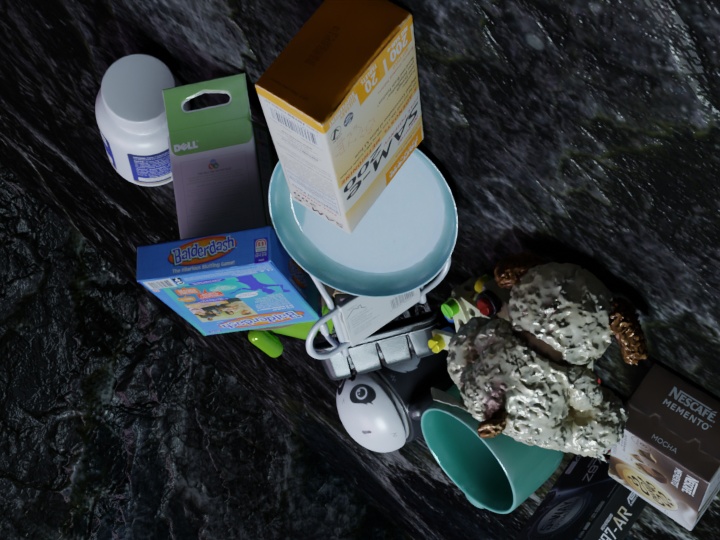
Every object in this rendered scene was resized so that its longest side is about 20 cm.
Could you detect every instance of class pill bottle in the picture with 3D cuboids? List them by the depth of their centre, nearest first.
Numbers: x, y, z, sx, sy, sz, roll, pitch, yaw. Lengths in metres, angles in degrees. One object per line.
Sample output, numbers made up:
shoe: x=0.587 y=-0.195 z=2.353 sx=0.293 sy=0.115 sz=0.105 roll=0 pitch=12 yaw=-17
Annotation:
pill bottle: x=-0.274 y=-0.193 z=1.462 sx=0.120 sy=0.120 sz=0.200 roll=38 pitch=165 yaw=3

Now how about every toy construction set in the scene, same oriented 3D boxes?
toy construction set: x=0.167 y=0.076 z=1.250 sx=0.199 sy=0.092 sz=0.132 roll=25 pitch=136 yaw=21

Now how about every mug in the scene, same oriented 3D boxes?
mug: x=0.157 y=0.190 z=1.342 sx=0.152 sy=0.114 sz=0.185 roll=52 pitch=157 yaw=1

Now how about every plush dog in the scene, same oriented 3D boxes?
plush dog: x=0.173 y=0.073 z=1.092 sx=0.199 sy=0.173 sz=0.160 roll=30 pitch=-166 yaw=22

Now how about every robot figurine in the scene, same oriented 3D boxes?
robot figurine: x=0.062 y=0.148 z=1.492 sx=0.125 sy=0.199 sz=0.150 roll=50 pitch=157 yaw=18
robot figurine: x=-0.117 y=0.034 z=1.686 sx=0.199 sy=0.176 sz=0.116 roll=13 pitch=157 yaw=-6

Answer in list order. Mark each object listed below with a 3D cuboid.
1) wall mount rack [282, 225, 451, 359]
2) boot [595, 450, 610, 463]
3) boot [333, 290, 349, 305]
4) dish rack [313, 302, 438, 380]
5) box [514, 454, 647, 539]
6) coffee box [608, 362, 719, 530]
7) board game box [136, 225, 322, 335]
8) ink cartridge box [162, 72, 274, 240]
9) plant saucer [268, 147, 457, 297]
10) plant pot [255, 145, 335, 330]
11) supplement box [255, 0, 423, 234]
wall mount rack: x=0.000 y=0.000 z=1.277 sx=0.075 sy=0.199 sz=0.174 roll=42 pitch=158 yaw=41
boot: x=0.261 y=0.195 z=1.397 sx=0.153 sy=0.073 sz=0.204 roll=33 pitch=161 yaw=41
boot: x=0.008 y=0.110 z=1.586 sx=0.077 sy=0.139 sz=0.200 roll=0 pitch=156 yaw=26
dish rack: x=0.027 y=0.074 z=1.426 sx=0.200 sy=0.152 sz=0.055 roll=-76 pitch=-29 yaw=-76
box: x=0.278 y=0.285 z=1.389 sx=0.043 sy=0.200 sz=0.160 roll=41 pitch=166 yaw=-8
coffee box: x=0.332 y=0.190 z=1.216 sx=0.113 sy=0.080 sz=0.200 roll=34 pitch=165 yaw=22
board game box: x=-0.141 y=0.016 z=1.287 sx=0.151 sy=0.045 sz=0.200 roll=-8 pitch=158 yaw=11
ink cartridge box: x=-0.156 y=-0.112 z=1.302 sx=0.103 sy=0.201 sz=0.059 roll=-9 pitch=177 yaw=14
plant saucer: x=0.004 y=-0.063 z=1.172 sx=0.199 sy=0.027 sz=0.201 roll=9 pitch=125 yaw=13
plant pot: x=-0.125 y=-0.055 z=1.425 sx=0.200 sy=0.200 sz=0.175 roll=32 pitch=147 yaw=25
supplement box: x=-0.011 y=-0.135 z=0.993 sx=0.073 sy=0.126 sz=0.200 roll=32 pitch=164 yaw=18
